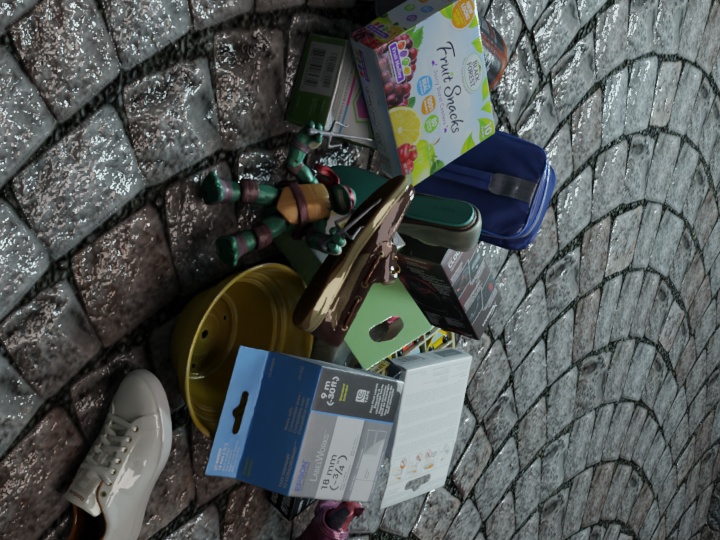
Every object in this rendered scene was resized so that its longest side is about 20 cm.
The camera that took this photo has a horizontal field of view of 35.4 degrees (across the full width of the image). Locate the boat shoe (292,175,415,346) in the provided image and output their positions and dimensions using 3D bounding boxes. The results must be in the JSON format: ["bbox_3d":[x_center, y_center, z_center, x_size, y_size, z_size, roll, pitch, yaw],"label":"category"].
[{"bbox_3d":[0.008,-0.008,1.225,0.072,0.072,0.200,34,84,-18],"label":"boat shoe"}]

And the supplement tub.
[{"bbox_3d":[0.096,-0.288,1.376,0.200,0.107,0.107,26,83,-57],"label":"supplement tub"}]

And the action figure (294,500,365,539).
[{"bbox_3d":[-0.058,0.345,1.430,0.149,0.134,0.200,4,129,-32],"label":"action figure"}]

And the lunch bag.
[{"bbox_3d":[0.145,-0.117,1.455,0.132,0.200,0.136,32,76,-74],"label":"lunch bag"}]

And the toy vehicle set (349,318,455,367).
[{"bbox_3d":[0.062,0.127,1.556,0.200,0.026,0.124,-35,129,-41],"label":"toy vehicle set"}]

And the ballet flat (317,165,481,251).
[{"bbox_3d":[0.042,-0.065,1.305,0.064,0.200,0.067,84,28,-54],"label":"ballet flat"}]

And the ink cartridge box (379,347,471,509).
[{"bbox_3d":[0.076,0.212,1.551,0.160,0.047,0.200,-6,111,-52],"label":"ink cartridge box"}]

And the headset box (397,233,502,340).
[{"bbox_3d":[0.080,-0.009,1.446,0.075,0.149,0.200,-59,144,-21],"label":"headset box"}]

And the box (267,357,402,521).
[{"bbox_3d":[-0.034,0.206,1.393,0.159,0.046,0.200,-35,156,-32],"label":"box"}]

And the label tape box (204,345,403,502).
[{"bbox_3d":[-0.056,0.170,1.219,0.200,0.063,0.144,16,88,-45],"label":"label tape box"}]

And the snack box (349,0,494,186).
[{"bbox_3d":[0.075,-0.210,1.289,0.142,0.053,0.200,-35,137,-19],"label":"snack box"}]

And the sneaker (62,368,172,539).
[{"bbox_3d":[-0.248,0.199,1.137,0.085,0.073,0.200,-3,108,-57],"label":"sneaker"}]

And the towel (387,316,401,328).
[{"bbox_3d":[0.035,0.157,1.573,0.145,0.022,0.200,5,99,-54],"label":"towel"}]

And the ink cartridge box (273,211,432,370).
[{"bbox_3d":[0.000,0.000,1.314,0.145,0.200,0.048,-27,167,-48],"label":"ink cartridge box"}]

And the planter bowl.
[{"bbox_3d":[-0.144,0.079,1.222,0.200,0.083,0.201,-28,127,-45],"label":"planter bowl"}]

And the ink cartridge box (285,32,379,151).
[{"bbox_3d":[0.005,-0.200,1.328,0.200,0.059,0.104,10,96,-56],"label":"ink cartridge box"}]

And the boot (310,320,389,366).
[{"bbox_3d":[-0.054,0.072,1.386,0.200,0.068,0.131,-47,127,-31],"label":"boot"}]

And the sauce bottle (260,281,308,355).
[{"bbox_3d":[-0.099,0.103,1.320,0.065,0.065,0.200,6,102,-56],"label":"sauce bottle"}]

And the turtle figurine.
[{"bbox_3d":[-0.064,-0.072,1.214,0.200,0.150,0.101,-15,160,-27],"label":"turtle figurine"}]
